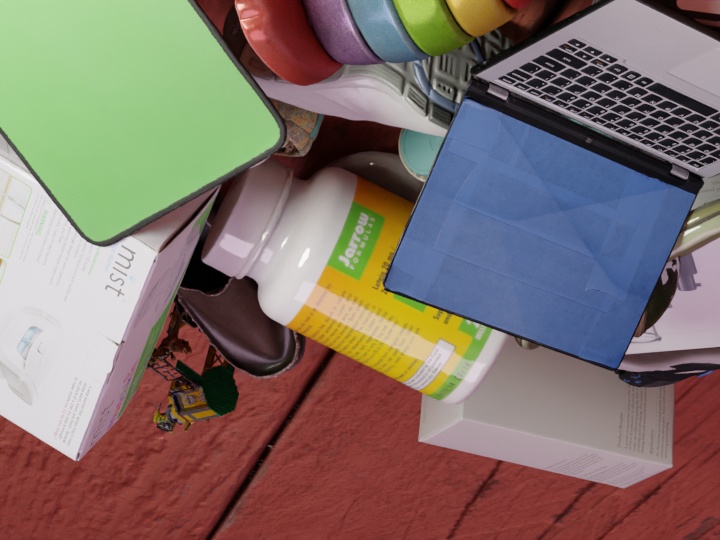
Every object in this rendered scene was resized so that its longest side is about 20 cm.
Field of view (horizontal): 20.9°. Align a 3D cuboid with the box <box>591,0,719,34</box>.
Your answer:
[{"bbox_3d":[0.232,-0.131,1.103,0.198,0.061,0.117,7,157,-5],"label":"box"}]

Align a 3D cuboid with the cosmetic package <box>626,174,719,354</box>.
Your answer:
[{"bbox_3d":[0.225,-0.019,1.303,0.199,0.052,0.151,-6,129,24],"label":"cosmetic package"}]

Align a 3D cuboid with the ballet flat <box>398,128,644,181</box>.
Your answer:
[{"bbox_3d":[0.116,-0.097,1.230,0.199,0.068,0.062,-6,-177,32],"label":"ballet flat"}]

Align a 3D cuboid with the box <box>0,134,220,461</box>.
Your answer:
[{"bbox_3d":[-0.209,-0.007,1.264,0.176,0.097,0.201,30,129,5],"label":"box"}]

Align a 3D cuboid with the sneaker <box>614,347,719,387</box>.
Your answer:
[{"bbox_3d":[0.207,0.057,1.515,0.199,0.074,0.112,7,159,-27],"label":"sneaker"}]

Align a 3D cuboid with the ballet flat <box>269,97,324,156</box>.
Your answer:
[{"bbox_3d":[-0.113,-0.089,1.266,0.199,0.071,0.071,-7,155,26],"label":"ballet flat"}]

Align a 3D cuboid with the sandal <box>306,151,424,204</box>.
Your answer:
[{"bbox_3d":[-0.018,-0.034,1.399,0.082,0.050,0.203,28,139,-14],"label":"sandal"}]

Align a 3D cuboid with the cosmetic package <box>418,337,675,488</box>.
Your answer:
[{"bbox_3d":[0.155,0.102,1.607,0.199,0.108,0.085,15,156,-19],"label":"cosmetic package"}]

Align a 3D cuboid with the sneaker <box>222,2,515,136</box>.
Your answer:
[{"bbox_3d":[0.013,-0.122,1.181,0.199,0.075,0.087,15,168,-7],"label":"sneaker"}]

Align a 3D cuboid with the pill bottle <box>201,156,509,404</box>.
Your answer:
[{"bbox_3d":[0.000,0.000,1.306,0.199,0.112,0.111,26,153,-11],"label":"pill bottle"}]

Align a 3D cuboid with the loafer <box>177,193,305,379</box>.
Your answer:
[{"bbox_3d":[-0.105,0.007,1.375,0.073,0.071,0.200,-27,119,14],"label":"loafer"}]

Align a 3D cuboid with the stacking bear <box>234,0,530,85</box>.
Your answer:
[{"bbox_3d":[0.048,-0.170,1.000,0.199,0.122,0.114,-13,150,20],"label":"stacking bear"}]

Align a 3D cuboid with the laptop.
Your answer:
[{"bbox_3d":[0.147,-0.043,1.101,0.186,0.117,0.200,19,154,-32],"label":"laptop"}]

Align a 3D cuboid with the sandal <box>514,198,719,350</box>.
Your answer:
[{"bbox_3d":[0.179,0.011,1.248,0.200,0.058,0.080,-29,176,36],"label":"sandal"}]

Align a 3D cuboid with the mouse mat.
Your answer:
[{"bbox_3d":[-0.153,-0.118,1.107,0.160,0.008,0.201,-26,109,28],"label":"mouse mat"}]

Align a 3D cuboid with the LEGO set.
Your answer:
[{"bbox_3d":[-0.176,0.031,1.456,0.115,0.155,0.200,-15,146,40],"label":"LEGO set"}]
